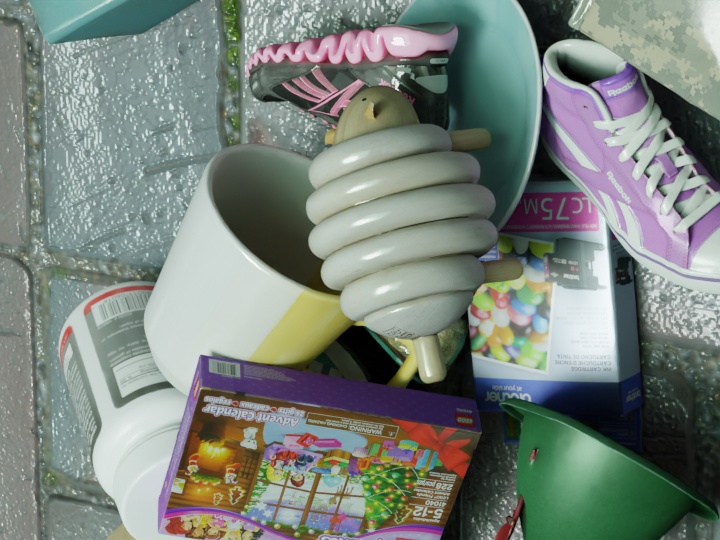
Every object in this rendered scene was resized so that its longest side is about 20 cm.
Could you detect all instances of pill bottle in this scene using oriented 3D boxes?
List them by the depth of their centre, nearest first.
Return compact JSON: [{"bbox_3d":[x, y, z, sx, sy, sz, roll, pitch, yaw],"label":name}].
[{"bbox_3d":[-0.154,0.109,1.621,0.114,0.114,0.200,-62,32,27],"label":"pill bottle"}]

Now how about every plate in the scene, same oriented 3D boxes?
[{"bbox_3d":[0.070,-0.106,1.499,0.200,0.026,0.200,-9,78,54],"label":"plate"}]

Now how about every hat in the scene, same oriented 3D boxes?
[{"bbox_3d":[0.128,0.200,1.454,0.166,0.200,0.176,28,84,13],"label":"hat"}]

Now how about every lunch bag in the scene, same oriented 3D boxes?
[{"bbox_3d":[0.249,-0.204,1.339,0.164,0.118,0.200,36,123,21],"label":"lunch bag"}]

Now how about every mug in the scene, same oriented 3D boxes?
[{"bbox_3d":[-0.066,0.029,1.506,0.187,0.149,0.153,51,125,22],"label":"mug"}]

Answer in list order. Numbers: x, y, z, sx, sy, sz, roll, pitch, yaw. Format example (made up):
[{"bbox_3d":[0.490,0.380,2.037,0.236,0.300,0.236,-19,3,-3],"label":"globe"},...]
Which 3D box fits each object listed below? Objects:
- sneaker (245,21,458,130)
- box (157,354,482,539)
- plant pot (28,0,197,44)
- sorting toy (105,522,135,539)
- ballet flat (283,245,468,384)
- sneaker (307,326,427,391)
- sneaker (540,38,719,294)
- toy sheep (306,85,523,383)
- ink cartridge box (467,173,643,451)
[{"bbox_3d":[-0.008,-0.122,1.529,0.200,0.079,0.095,-1,100,50],"label":"sneaker"},{"bbox_3d":[-0.030,0.137,1.503,0.200,0.039,0.137,10,125,-12],"label":"box"},{"bbox_3d":[-0.140,-0.271,1.563,0.200,0.141,0.141,-22,89,28],"label":"plant pot"},{"bbox_3d":[-0.126,0.252,1.660,0.070,0.200,0.199,26,130,-26],"label":"sorting toy"},{"bbox_3d":[0.000,0.000,1.586,0.200,0.071,0.071,41,120,19],"label":"ballet flat"},{"bbox_3d":[-0.024,0.111,1.608,0.121,0.084,0.200,-49,67,26],"label":"sneaker"},{"bbox_3d":[0.184,-0.072,1.395,0.200,0.073,0.114,42,160,27],"label":"sneaker"},{"bbox_3d":[0.031,-0.026,1.409,0.138,0.138,0.200,-24,76,34],"label":"toy sheep"},{"bbox_3d":[0.134,0.032,1.518,0.119,0.042,0.200,1,103,33],"label":"ink cartridge box"}]
